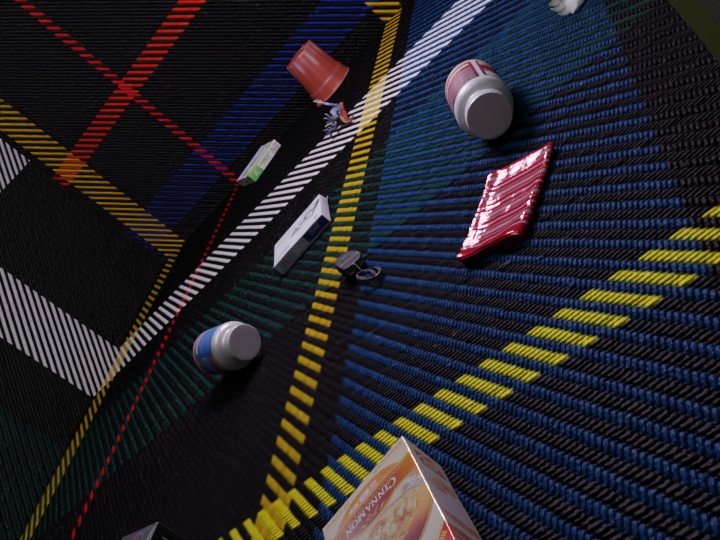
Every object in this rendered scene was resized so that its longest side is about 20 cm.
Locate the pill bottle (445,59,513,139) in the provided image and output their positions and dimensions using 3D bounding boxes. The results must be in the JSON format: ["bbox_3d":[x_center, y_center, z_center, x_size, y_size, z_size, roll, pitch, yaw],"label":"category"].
[{"bbox_3d":[0.226,-0.320,1.433,0.113,0.112,0.201,-44,20,19],"label":"pill bottle"}]

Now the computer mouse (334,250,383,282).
[{"bbox_3d":[0.000,0.000,1.526,0.058,0.034,0.200,-38,23,-10],"label":"computer mouse"}]

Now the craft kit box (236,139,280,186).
[{"bbox_3d":[-0.444,-0.466,3.304,0.202,0.048,0.197,-57,17,-13],"label":"craft kit box"}]

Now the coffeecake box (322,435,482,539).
[{"bbox_3d":[0.046,0.303,0.825,0.154,0.073,0.200,-49,20,5],"label":"coffeecake box"}]

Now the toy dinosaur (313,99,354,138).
[{"bbox_3d":[-0.068,-0.515,2.547,0.196,0.107,0.182,8,38,25],"label":"toy dinosaur"}]

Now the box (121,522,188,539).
[{"bbox_3d":[-0.245,0.449,1.039,0.122,0.199,0.107,-32,27,41],"label":"box"}]

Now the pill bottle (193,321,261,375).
[{"bbox_3d":[-0.311,0.181,1.782,0.199,0.112,0.113,-22,34,56],"label":"pill bottle"}]

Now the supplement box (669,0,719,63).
[{"bbox_3d":[0.455,-0.374,0.876,0.199,0.199,0.135,-37,23,34],"label":"supplement box"}]

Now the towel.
[{"bbox_3d":[0.228,-0.106,1.195,0.144,0.022,0.202,-25,33,51],"label":"towel"}]

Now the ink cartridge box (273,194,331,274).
[{"bbox_3d":[-0.159,-0.109,2.044,0.200,0.040,0.201,-47,20,15],"label":"ink cartridge box"}]

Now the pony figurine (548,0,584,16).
[{"bbox_3d":[0.407,-0.612,1.514,0.193,0.167,0.200,-42,5,3],"label":"pony figurine"}]

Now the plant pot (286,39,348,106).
[{"bbox_3d":[-0.182,-0.808,3.071,0.201,0.194,0.202,-44,20,21],"label":"plant pot"}]
